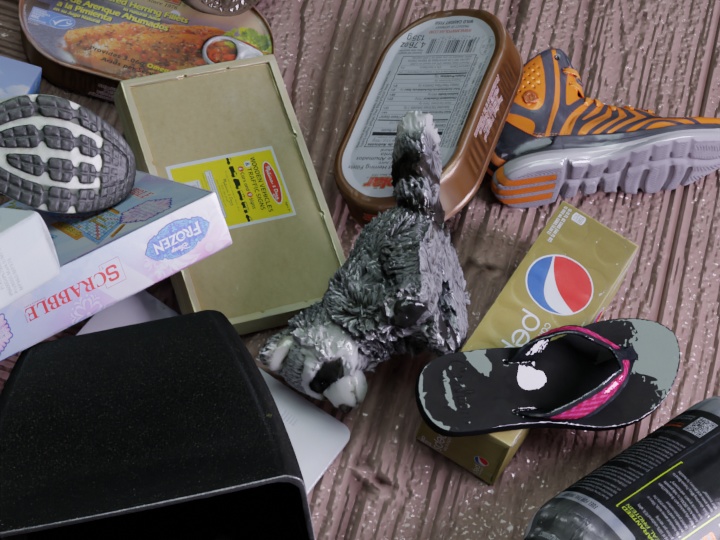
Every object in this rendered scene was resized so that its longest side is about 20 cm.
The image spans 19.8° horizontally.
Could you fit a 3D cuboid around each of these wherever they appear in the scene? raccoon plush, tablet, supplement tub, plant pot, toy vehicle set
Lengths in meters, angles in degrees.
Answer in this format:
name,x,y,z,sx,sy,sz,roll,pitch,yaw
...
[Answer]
name,x,y,z,sx,sy,sz,roll,pitch,yaw
raccoon plush,0.000,0.000,1.436,0.133,0.097,0.201,-12,55,22
tablet,-0.120,0.103,1.421,0.199,0.014,0.130,32,59,12
supplement tub,0.194,0.179,1.358,0.199,0.123,0.123,-29,66,-24
plant pot,-0.132,0.141,1.283,0.198,0.201,0.178,-11,46,-2
toy vehicle set,-0.091,-0.054,1.486,0.123,0.027,0.201,-11,71,-24

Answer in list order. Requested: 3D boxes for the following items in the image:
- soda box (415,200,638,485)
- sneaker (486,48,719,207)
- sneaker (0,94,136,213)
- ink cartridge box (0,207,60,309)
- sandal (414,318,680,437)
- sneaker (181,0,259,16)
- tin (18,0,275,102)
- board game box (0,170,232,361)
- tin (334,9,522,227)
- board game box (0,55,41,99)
name,x,y,z,sx,sy,sz,roll,pitch,yaw
soda box,0.119,0.050,1.461,0.067,0.064,0.200,31,59,9
sneaker,0.184,-0.119,1.570,0.198,0.078,0.113,-6,60,-12
sneaker,-0.248,-0.081,1.371,0.198,0.089,0.078,9,89,-12
ink cartridge box,-0.305,0.021,1.263,0.199,0.048,0.160,-31,22,-30
sandal,0.134,0.072,1.387,0.198,0.045,0.076,-8,68,-22
sneaker,-0.106,-0.243,1.586,0.075,0.071,0.200,9,24,24
tin,-0.163,-0.176,1.575,0.198,0.042,0.113,17,61,1
board game box,-0.216,-0.007,1.385,0.198,0.041,0.200,-28,22,-22
tin,0.049,-0.115,1.536,0.111,0.042,0.201,-1,52,34
board game box,-0.329,-0.103,1.466,0.150,0.037,0.201,16,36,1
